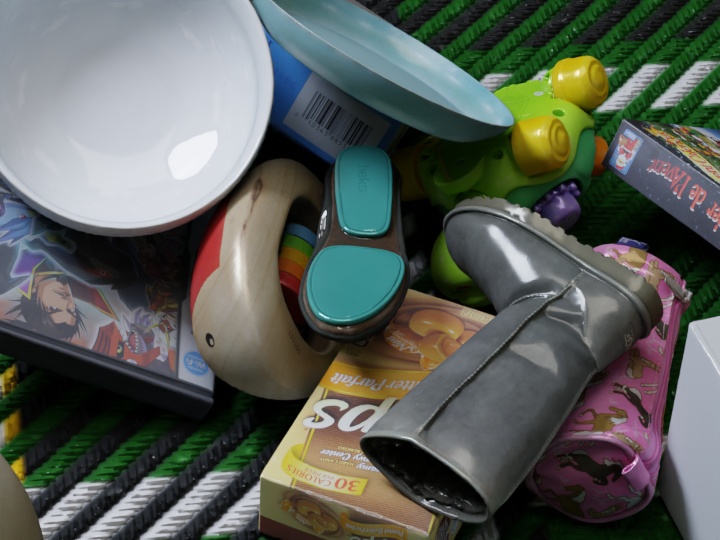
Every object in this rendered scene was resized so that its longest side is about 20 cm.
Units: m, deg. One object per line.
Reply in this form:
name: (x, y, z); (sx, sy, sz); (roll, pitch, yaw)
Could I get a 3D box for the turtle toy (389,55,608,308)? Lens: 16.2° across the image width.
turtle toy: (0.098, -0.059, 1.749); (0.145, 0.101, 0.200); (-11, 31, 36)

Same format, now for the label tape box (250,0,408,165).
label tape box: (-0.016, -0.155, 1.817); (0.143, 0.066, 0.200); (33, 30, 2)

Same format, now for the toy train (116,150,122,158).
toy train: (-0.188, -0.161, 1.764); (0.115, 0.085, 0.201); (23, 39, -2)

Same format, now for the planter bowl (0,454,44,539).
planter bowl: (-0.279, 0.151, 1.470); (0.198, 0.135, 0.201); (2, 42, -2)

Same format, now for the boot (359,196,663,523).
boot: (0.069, 0.054, 1.573); (0.181, 0.073, 0.200); (24, 59, 38)

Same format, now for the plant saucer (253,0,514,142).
plant saucer: (0.010, -0.137, 1.680); (0.199, 0.028, 0.200); (29, 14, -8)

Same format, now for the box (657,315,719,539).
box: (0.300, 0.101, 1.557); (0.198, 0.153, 0.107); (-10, 44, -16)

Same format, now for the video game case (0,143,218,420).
video game case: (-0.181, -0.010, 1.659); (0.199, 0.026, 0.182); (20, 48, -19)

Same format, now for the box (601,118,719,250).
box: (0.279, -0.035, 1.745); (0.200, 0.038, 0.136); (39, 21, 32)

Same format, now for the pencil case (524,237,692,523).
pencil case: (0.160, 0.071, 1.632); (0.082, 0.087, 0.201); (28, 43, -9)

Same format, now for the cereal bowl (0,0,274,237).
cereal bowl: (-0.157, -0.117, 1.654); (0.198, 0.083, 0.202); (1, 82, -6)

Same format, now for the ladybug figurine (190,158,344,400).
ladybug figurine: (-0.061, 0.007, 1.662); (0.071, 0.136, 0.201); (-16, 29, 22)

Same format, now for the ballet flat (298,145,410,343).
ballet flat: (0.000, 0.000, 1.629); (0.067, 0.069, 0.201); (7, 37, 4)

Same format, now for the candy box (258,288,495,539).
candy box: (0.028, 0.101, 1.608); (0.115, 0.056, 0.200); (17, 43, 16)

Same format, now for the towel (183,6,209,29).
towel: (-0.084, -0.204, 1.802); (0.023, 0.200, 0.153); (35, 79, -1)
